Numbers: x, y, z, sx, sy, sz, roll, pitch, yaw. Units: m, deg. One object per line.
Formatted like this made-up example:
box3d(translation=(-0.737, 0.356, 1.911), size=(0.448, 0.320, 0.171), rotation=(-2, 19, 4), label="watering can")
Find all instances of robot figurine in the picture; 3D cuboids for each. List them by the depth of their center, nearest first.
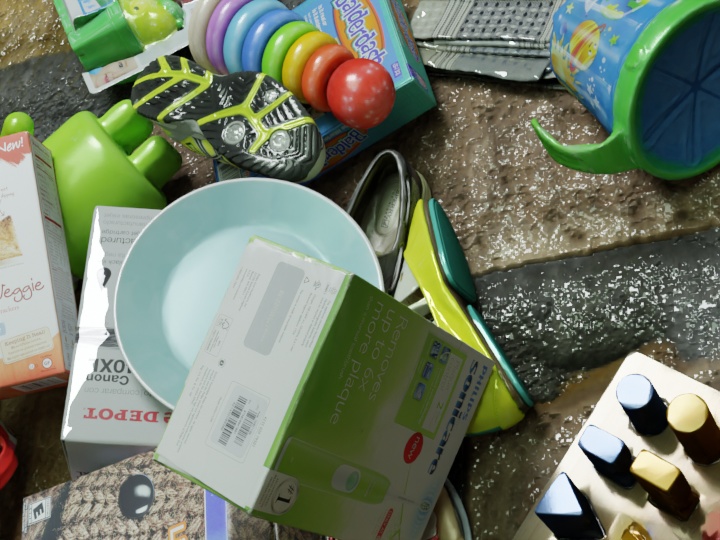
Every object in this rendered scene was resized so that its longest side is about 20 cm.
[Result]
box3d(translation=(-0.252, -0.058, 1.091), size=(0.200, 0.116, 0.176), rotation=(-40, 84, -1), label="robot figurine")

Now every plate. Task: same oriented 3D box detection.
box3d(translation=(-0.081, 0.024, 0.909), size=(0.197, 0.026, 0.202), rotation=(0, 64, 0), label="plate")

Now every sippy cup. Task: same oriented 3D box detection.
box3d(translation=(0.209, -0.154, 0.905), size=(0.176, 0.141, 0.130), rotation=(-12, 34, -26), label="sippy cup")

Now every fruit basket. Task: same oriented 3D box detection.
box3d(translation=(-0.200, -0.277, 1.207), size=(0.199, 0.094, 0.186), rotation=(-31, 53, 4), label="fruit basket")

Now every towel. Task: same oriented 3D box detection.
box3d(translation=(0.135, -0.245, 1.047), size=(0.191, 0.035, 0.202), rotation=(12, 69, 32), label="towel")

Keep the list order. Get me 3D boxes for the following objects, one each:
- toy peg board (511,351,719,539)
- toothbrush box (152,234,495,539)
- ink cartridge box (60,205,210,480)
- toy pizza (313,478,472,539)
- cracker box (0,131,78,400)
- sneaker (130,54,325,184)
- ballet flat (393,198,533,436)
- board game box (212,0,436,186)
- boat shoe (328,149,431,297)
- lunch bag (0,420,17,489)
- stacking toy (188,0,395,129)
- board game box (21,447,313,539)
box3d(translation=(0.189, 0.157, 0.749), size=(0.198, 0.098, 0.201), rotation=(27, 77, 36), label="toy peg board")
box3d(translation=(-0.015, 0.086, 0.779), size=(0.085, 0.200, 0.147), rotation=(20, 82, 34), label="toothbrush box")
box3d(translation=(-0.143, 0.060, 0.953), size=(0.143, 0.084, 0.202), rotation=(4, 60, -5), label="ink cartridge box")
box3d(translation=(-0.017, 0.208, 0.869), size=(0.198, 0.032, 0.202), rotation=(-13, 58, 21), label="toy pizza")
box3d(translation=(-0.305, 0.003, 0.997), size=(0.132, 0.058, 0.202), rotation=(-14, 77, 4), label="cracker box")
box3d(translation=(-0.097, -0.119, 1.010), size=(0.199, 0.076, 0.076), rotation=(29, 84, 35), label="sneaker")
box3d(translation=(0.060, 0.034, 0.908), size=(0.067, 0.067, 0.201), rotation=(-30, 55, 12), label="ballet flat")
box3d(translation=(-0.044, -0.156, 1.070), size=(0.199, 0.045, 0.153), rotation=(-29, 53, 20), label="board game box")
box3d(translation=(0.000, 0.000, 0.958), size=(0.072, 0.065, 0.202), rotation=(2, 65, 27), label="boat shoe")
box3d(translation=(-0.354, 0.185, 0.987), size=(0.175, 0.082, 0.201), rotation=(-25, 25, 11), label="lunch bag")
box3d(translation=(-0.050, -0.171, 1.003), size=(0.199, 0.085, 0.086), rotation=(31, 79, 37), label="stacking toy")
box3d(translation=(-0.135, 0.218, 0.858), size=(0.199, 0.097, 0.161), rotation=(-23, 57, 28), label="board game box")
